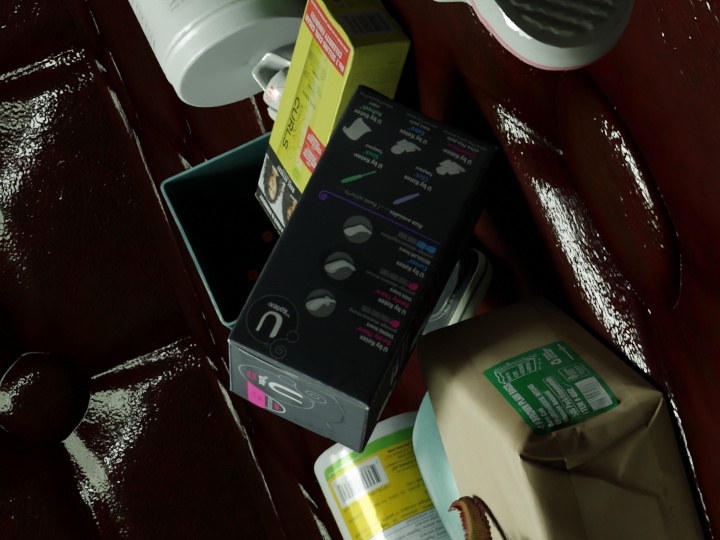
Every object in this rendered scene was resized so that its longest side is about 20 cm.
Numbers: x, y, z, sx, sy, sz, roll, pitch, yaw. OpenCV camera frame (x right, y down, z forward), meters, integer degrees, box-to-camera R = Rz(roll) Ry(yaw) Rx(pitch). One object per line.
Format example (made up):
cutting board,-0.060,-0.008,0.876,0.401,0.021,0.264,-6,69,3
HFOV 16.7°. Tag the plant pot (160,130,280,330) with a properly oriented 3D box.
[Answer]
plant pot,-0.081,-0.024,2.218,0.200,0.141,0.142,83,162,-79

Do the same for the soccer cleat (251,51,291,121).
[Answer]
soccer cleat,-0.032,-0.117,1.890,0.085,0.069,0.200,35,-171,-25

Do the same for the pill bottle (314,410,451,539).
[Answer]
pill bottle,0.049,0.226,1.993,0.111,0.111,0.201,102,145,-73

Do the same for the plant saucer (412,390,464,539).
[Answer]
plant saucer,0.089,0.182,1.896,0.200,0.036,0.200,59,-170,-17

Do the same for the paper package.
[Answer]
paper package,0.131,0.136,1.572,0.200,0.103,0.191,-133,21,-64

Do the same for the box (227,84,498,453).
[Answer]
box,0.000,0.000,1.618,0.106,0.200,0.122,25,162,6

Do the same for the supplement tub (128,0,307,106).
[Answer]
supplement tub,-0.132,-0.249,1.989,0.132,0.132,0.200,93,152,-68

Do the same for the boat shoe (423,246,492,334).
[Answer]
boat shoe,0.044,0.002,1.780,0.062,0.075,0.200,26,-173,-19

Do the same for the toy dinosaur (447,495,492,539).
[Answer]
toy dinosaur,0.097,0.255,1.524,0.182,0.105,0.200,66,-151,-13

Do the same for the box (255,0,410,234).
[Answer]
box,-0.022,-0.108,1.771,0.075,0.050,0.200,58,144,35

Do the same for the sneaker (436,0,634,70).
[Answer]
sneaker,0.068,-0.140,1.077,0.105,0.075,0.201,87,166,-51
